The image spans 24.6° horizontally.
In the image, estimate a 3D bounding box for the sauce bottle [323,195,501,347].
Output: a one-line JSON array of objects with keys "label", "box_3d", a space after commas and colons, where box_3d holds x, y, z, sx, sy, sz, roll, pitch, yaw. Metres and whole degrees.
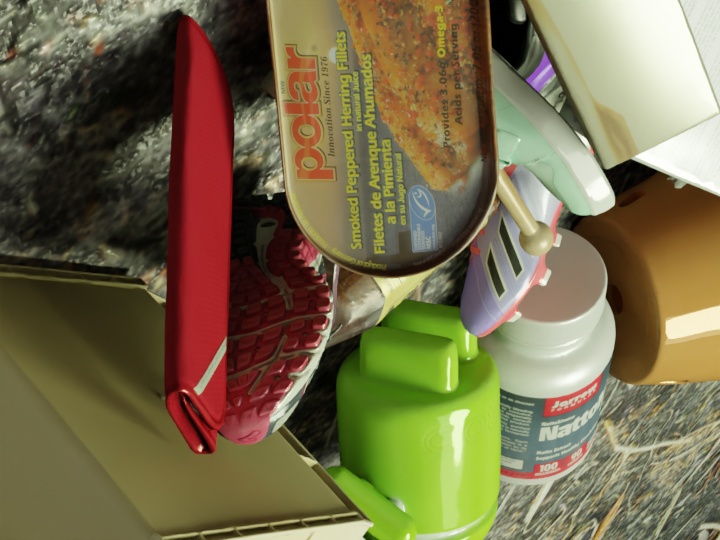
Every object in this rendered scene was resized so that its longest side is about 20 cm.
[{"label": "sauce bottle", "box_3d": [0.000, 0.000, 1.041, 0.200, 0.066, 0.066, -41, 152, -11]}]

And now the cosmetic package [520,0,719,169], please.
[{"label": "cosmetic package", "box_3d": [0.108, -0.158, 0.823, 0.071, 0.106, 0.200, -26, 135, 9]}]

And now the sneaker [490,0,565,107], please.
[{"label": "sneaker", "box_3d": [0.116, -0.181, 0.972, 0.099, 0.070, 0.201, 1, 124, -49]}]

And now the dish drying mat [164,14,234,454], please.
[{"label": "dish drying mat", "box_3d": [-0.077, -0.019, 0.794, 0.018, 0.202, 0.077, -5, 151, 9]}]

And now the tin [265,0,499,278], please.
[{"label": "tin", "box_3d": [0.010, -0.097, 0.836, 0.111, 0.042, 0.202, -6, 106, -6]}]

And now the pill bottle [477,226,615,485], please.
[{"label": "pill bottle", "box_3d": [0.132, 0.064, 1.258, 0.119, 0.119, 0.201, -35, 150, -24]}]

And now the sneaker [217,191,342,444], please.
[{"label": "sneaker", "box_3d": [-0.044, 0.030, 0.879, 0.201, 0.080, 0.075, -80, 162, -61]}]

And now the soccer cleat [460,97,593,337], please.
[{"label": "soccer cleat", "box_3d": [0.107, -0.054, 1.101, 0.201, 0.076, 0.067, -62, -164, 7]}]

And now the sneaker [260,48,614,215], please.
[{"label": "sneaker", "box_3d": [0.039, -0.072, 0.902, 0.118, 0.200, 0.074, -48, -168, 8]}]

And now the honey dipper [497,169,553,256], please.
[{"label": "honey dipper", "box_3d": [0.069, -0.074, 0.998, 0.038, 0.038, 0.200, -44, 132, -9]}]

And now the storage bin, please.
[{"label": "storage bin", "box_3d": [-0.122, 0.096, 0.826, 0.094, 0.200, 0.198, -54, 153, 16]}]

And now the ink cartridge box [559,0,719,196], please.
[{"label": "ink cartridge box", "box_3d": [0.244, -0.130, 1.049, 0.199, 0.050, 0.163, 19, 103, -29]}]

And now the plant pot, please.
[{"label": "plant pot", "box_3d": [0.256, 0.006, 1.310, 0.139, 0.201, 0.201, -15, 141, -22]}]

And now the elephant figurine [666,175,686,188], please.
[{"label": "elephant figurine", "box_3d": [0.216, -0.159, 1.117, 0.141, 0.157, 0.199, -14, 165, 40]}]

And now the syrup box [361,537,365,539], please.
[{"label": "syrup box", "box_3d": [-0.043, 0.210, 1.110, 0.200, 0.078, 0.082, 46, 48, -33]}]

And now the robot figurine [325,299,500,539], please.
[{"label": "robot figurine", "box_3d": [0.042, 0.124, 1.170, 0.176, 0.114, 0.202, -54, 146, -56]}]
